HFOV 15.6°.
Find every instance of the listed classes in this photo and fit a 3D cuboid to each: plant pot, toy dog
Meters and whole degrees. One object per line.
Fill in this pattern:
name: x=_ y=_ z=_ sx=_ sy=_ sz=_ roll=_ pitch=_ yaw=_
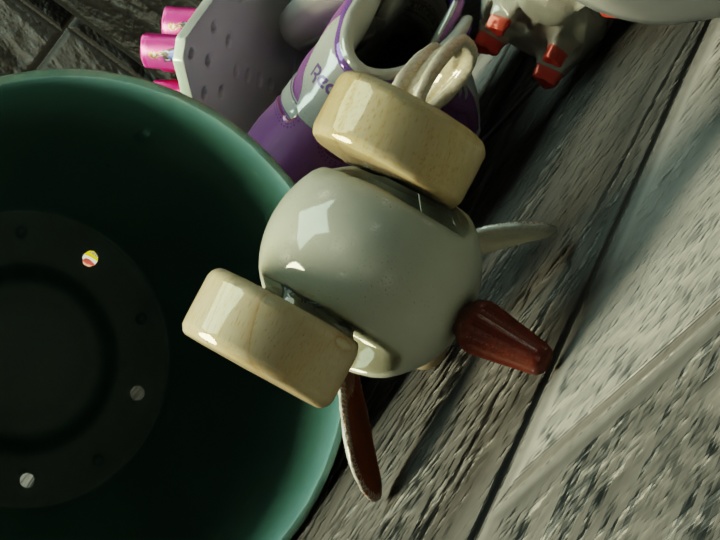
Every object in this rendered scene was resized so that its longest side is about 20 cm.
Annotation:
plant pot: x=-0.118 y=0.034 z=0.989 sx=0.201 sy=0.200 sz=0.161 roll=-55 pitch=10 yaw=-11
toy dog: x=0.018 y=0.009 z=0.811 sx=0.132 sy=0.096 sz=0.200 roll=-60 pitch=-8 yaw=15

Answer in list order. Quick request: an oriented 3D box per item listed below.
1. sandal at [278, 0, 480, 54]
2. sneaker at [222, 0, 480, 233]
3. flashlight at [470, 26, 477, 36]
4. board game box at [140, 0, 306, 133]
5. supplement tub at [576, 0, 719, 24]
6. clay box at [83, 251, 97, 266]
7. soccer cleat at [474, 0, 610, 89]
sandal: x=0.023 y=-0.134 z=1.170 sx=0.082 sy=0.050 sz=0.202 roll=-30 pitch=-8 yaw=31
sneaker: x=0.024 y=-0.082 z=1.079 sx=0.114 sy=0.073 sz=0.200 roll=-56 pitch=-5 yaw=26
flashlight: x=-0.005 y=-0.094 z=1.444 sx=0.200 sy=0.068 sz=0.068 roll=-49 pitch=38 yaw=26
board game box: x=-0.031 y=-0.077 z=1.181 sx=0.200 sy=0.026 sz=0.201 roll=-60 pitch=-31 yaw=-43
supplement tub: x=0.073 y=-0.167 z=0.813 sx=0.123 sy=0.122 sz=0.200 roll=-52 pitch=29 yaw=15
clay box: x=-0.081 y=-0.018 z=1.376 sx=0.200 sy=0.115 sz=0.048 roll=-47 pitch=9 yaw=41
soccer cleat: x=0.089 y=-0.127 z=0.966 sx=0.078 sy=0.069 sz=0.200 roll=-62 pitch=6 yaw=-14
